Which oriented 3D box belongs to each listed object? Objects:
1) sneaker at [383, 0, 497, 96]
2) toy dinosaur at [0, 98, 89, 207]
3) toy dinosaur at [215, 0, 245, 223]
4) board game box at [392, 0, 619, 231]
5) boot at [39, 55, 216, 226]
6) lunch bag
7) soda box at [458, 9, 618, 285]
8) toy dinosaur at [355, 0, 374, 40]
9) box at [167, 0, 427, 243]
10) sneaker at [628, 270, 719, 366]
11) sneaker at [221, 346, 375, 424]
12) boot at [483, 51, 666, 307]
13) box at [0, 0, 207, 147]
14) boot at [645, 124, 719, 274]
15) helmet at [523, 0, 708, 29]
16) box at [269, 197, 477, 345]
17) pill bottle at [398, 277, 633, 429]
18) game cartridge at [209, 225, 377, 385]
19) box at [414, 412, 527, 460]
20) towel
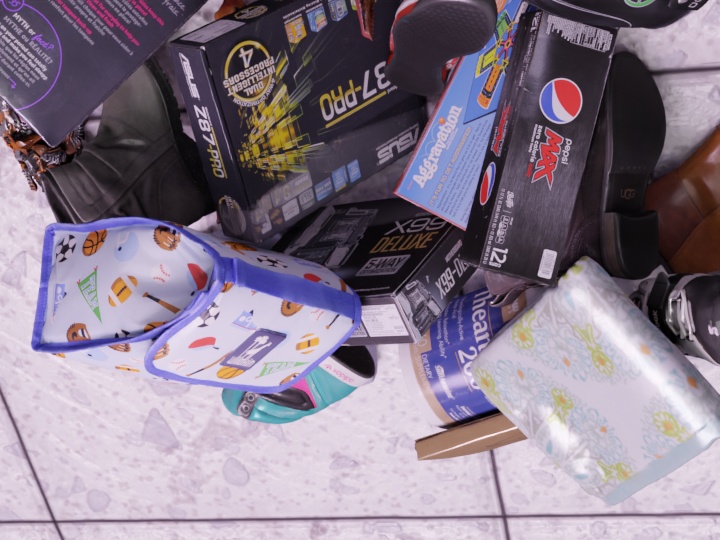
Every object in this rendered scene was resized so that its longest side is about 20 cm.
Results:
[{"bbox_3d":[0.065,-0.208,1.199,0.067,0.109,0.201,17,168,-5],"label":"sneaker"},{"bbox_3d":[-0.241,-0.085,1.433,0.199,0.103,0.135,30,154,-28],"label":"toy dinosaur"},{"bbox_3d":[-0.101,-0.131,1.350,0.199,0.105,0.182,-14,104,35],"label":"toy dinosaur"},{"bbox_3d":[0.115,-0.127,1.279,0.103,0.019,0.201,27,91,-10],"label":"board game box"},{"bbox_3d":[-0.209,-0.104,1.338,0.201,0.130,0.068,60,157,-3],"label":"boot"},{"bbox_3d":[-0.123,0.028,1.240,0.199,0.125,0.170,-6,165,38],"label":"lunch bag"},{"bbox_3d":[0.134,-0.094,1.238,0.063,0.071,0.201,14,93,-11],"label":"soda box"},{"bbox_3d":[-0.010,-0.248,1.183,0.105,0.200,0.181,50,152,-18],"label":"toy dinosaur"},{"bbox_3d":[-0.042,-0.136,1.258,0.049,0.200,0.162,15,127,45],"label":"box"},{"bbox_3d":[0.250,0.037,1.265,0.088,0.200,0.075,-2,90,9],"label":"sneaker"},{"bbox_3d":[-0.098,0.069,1.473,0.200,0.084,0.121,37,116,-18],"label":"sneaker"},{"bbox_3d":[0.161,-0.072,1.337,0.069,0.201,0.174,8,172,-40],"label":"boot"},{"bbox_3d":[-0.210,-0.213,1.252,0.200,0.106,0.122,-43,113,3],"label":"box"},{"bbox_3d":[0.334,-0.044,1.358,0.188,0.069,0.200,41,117,-10],"label":"boot"},{"bbox_3d":[0.156,-0.273,1.134,0.190,0.201,0.200,21,131,-26],"label":"helmet"},{"bbox_3d":[0.000,0.000,1.350,0.199,0.158,0.050,-5,122,41],"label":"box"},{"bbox_3d":[0.142,0.061,1.433,0.199,0.111,0.111,-21,120,26],"label":"pill bottle"},{"bbox_3d":[-0.072,0.037,1.512,0.133,0.041,0.200,-17,122,28],"label":"game cartridge"},{"bbox_3d":[0.169,0.133,1.473,0.199,0.163,0.021,-21,77,25],"label":"box"},{"bbox_3d":[0.186,0.095,1.293,0.171,0.048,0.200,45,147,3],"label":"towel"}]
